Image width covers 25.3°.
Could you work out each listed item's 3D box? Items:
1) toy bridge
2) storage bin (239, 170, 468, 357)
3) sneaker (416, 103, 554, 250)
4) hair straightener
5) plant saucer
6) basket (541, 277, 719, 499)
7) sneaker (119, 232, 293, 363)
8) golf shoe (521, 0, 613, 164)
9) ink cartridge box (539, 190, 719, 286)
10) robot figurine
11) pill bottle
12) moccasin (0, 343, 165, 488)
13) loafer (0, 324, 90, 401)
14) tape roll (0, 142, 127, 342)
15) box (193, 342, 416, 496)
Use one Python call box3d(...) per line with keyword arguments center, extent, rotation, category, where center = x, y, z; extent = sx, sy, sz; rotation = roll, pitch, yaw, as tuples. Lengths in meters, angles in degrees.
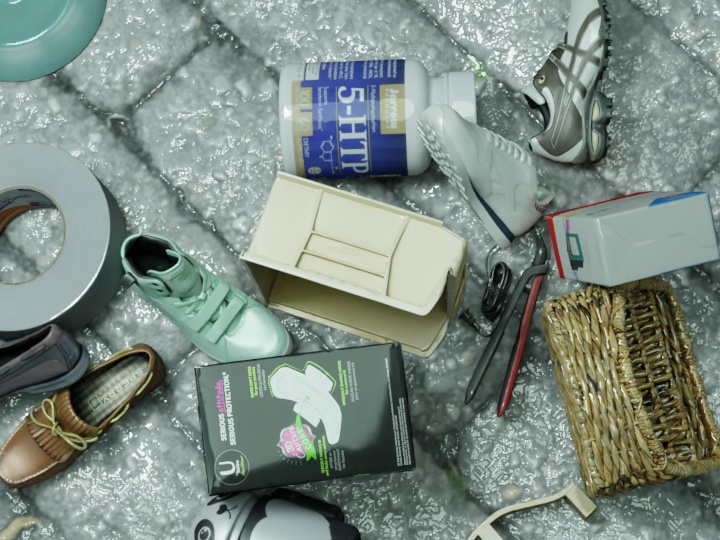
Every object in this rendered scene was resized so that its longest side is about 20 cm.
box3d(center=(0.140, 0.280, 1.591), extent=(0.200, 0.027, 0.067), rotation=(-41, 76, -5), category="toy bridge")
box3d(center=(0.000, 0.000, 1.574), extent=(0.197, 0.200, 0.094), rotation=(18, 77, 7), category="storage bin")
box3d(center=(0.124, -0.108, 1.591), extent=(0.080, 0.200, 0.077), rotation=(-37, 47, 3), category="sneaker")
box3d(center=(0.140, 0.044, 1.633), extent=(0.076, 0.041, 0.202), rotation=(18, 79, 2), category="hair straightener")
box3d(center=(-0.378, -0.308, 1.750), extent=(0.198, 0.036, 0.202), rotation=(-1, 78, 4), category="plant saucer")
box3d(center=(0.270, 0.108, 1.561), extent=(0.148, 0.143, 0.202), rotation=(-13, 77, 2), category="basket")
box3d(center=(-0.161, 0.034, 1.619), extent=(0.199, 0.118, 0.074), rotation=(31, 80, 8), category="sneaker")
box3d(center=(0.215, -0.211, 1.668), extent=(0.094, 0.078, 0.202), rotation=(1, 77, 4), category="golf shoe")
box3d(center=(0.258, -0.034, 1.570), extent=(0.115, 0.200, 0.068), rotation=(-13, 95, -8), category="ink cartridge box")
box3d(center=(-0.073, 0.287, 1.552), extent=(0.198, 0.150, 0.126), rotation=(18, 90, 10), category="robot figurine")
box3d(center=(0.020, -0.156, 1.647), extent=(0.198, 0.120, 0.121), rotation=(-2, 77, 4), category="pill bottle")
box3d(center=(-0.285, 0.147, 1.622), extent=(0.200, 0.078, 0.074), rotation=(-32, 81, -3), category="moccasin")
box3d(center=(-0.373, 0.097, 1.624), extent=(0.198, 0.063, 0.072), rotation=(-16, 42, 16), category="loafer")
box3d(center=(-0.345, -0.027, 1.661), extent=(0.198, 0.066, 0.202), rotation=(-3, 74, 9), category="tape roll")
box3d(center=(-0.056, 0.143, 1.557), extent=(0.198, 0.149, 0.126), rotation=(-6, 86, -4), category="box")
